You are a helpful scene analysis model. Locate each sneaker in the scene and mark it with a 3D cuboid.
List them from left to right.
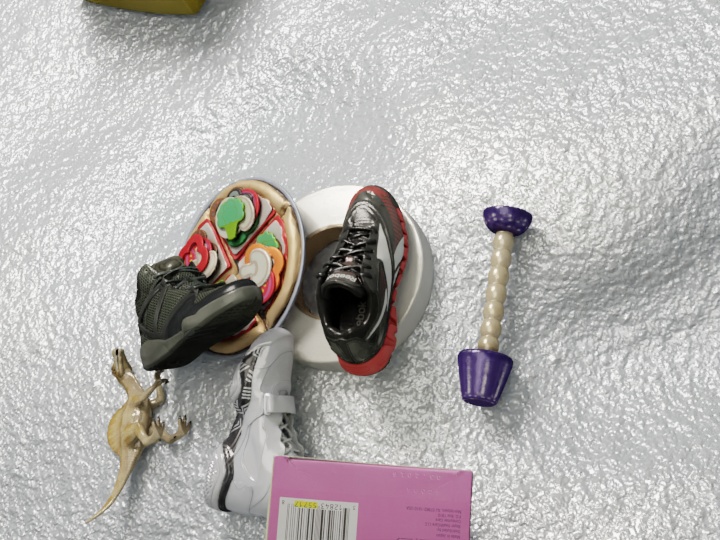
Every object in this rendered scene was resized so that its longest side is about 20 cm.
[{"bbox_3d":[-0.177,0.026,1.577,0.199,0.076,0.114,-31,71,51],"label":"sneaker"},{"bbox_3d":[-0.079,0.165,1.548,0.115,0.075,0.200,20,93,25],"label":"sneaker"},{"bbox_3d":[0.000,0.000,1.527,0.071,0.098,0.201,-2,70,23],"label":"sneaker"}]

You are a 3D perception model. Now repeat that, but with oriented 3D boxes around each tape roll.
[{"bbox_3d":[-0.022,0.006,1.611,0.203,0.037,0.203,-7,69,20],"label":"tape roll"}]

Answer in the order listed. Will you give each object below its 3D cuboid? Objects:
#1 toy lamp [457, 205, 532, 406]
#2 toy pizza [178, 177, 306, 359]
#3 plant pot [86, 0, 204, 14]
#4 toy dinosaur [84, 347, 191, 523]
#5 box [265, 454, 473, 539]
[{"bbox_3d":[0.132,0.036,1.524,0.058,0.058,0.200,1,70,23],"label":"toy lamp"},{"bbox_3d":[-0.136,-0.005,1.627,0.200,0.032,0.200,-15,68,41],"label":"toy pizza"},{"bbox_3d":[-0.251,-0.412,1.783,0.176,0.200,0.200,25,82,17],"label":"plant pot"},{"bbox_3d":[-0.239,0.177,1.640,0.101,0.058,0.200,-18,56,32],"label":"toy dinosaur"},{"bbox_3d":[0.003,0.238,1.390,0.176,0.200,0.097,5,74,-2],"label":"box"}]
